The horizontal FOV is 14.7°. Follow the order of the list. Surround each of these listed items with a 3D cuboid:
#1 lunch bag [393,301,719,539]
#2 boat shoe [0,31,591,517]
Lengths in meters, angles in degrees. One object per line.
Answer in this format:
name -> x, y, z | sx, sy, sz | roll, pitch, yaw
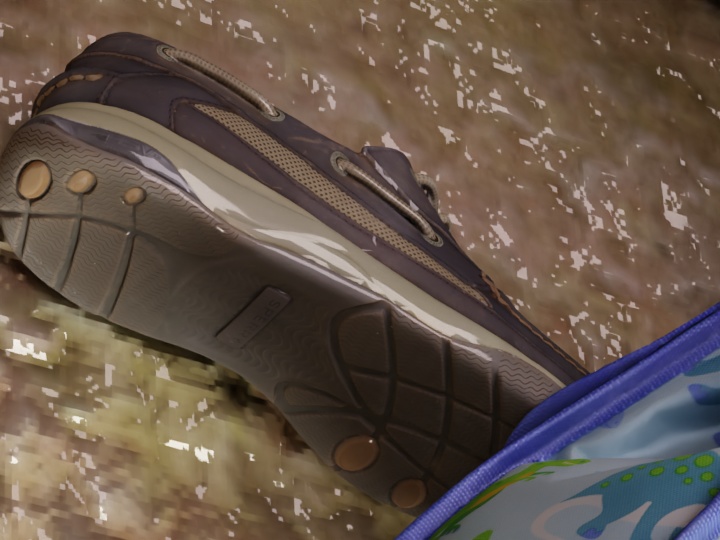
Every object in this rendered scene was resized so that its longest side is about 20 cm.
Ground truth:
lunch bag -> 0.096, 0.112, 0.683 | 0.200, 0.127, 0.170 | -39, 110, -30
boat shoe -> 0.000, 0.000, 0.746 | 0.200, 0.074, 0.073 | 35, 47, -20
